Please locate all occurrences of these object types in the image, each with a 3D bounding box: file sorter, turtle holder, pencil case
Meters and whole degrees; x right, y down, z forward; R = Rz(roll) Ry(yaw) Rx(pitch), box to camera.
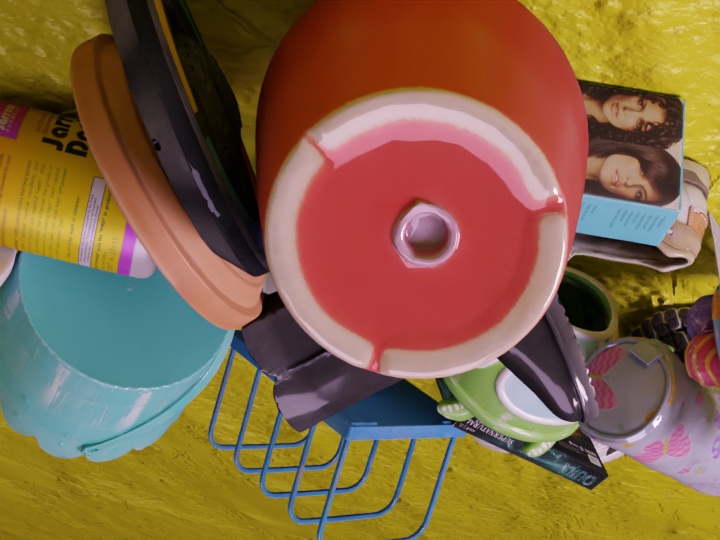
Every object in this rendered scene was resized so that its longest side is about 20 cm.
[{"bbox_3d":[-0.029,0.150,1.082,0.138,0.124,0.200,4,-162,-40],"label":"file sorter"},{"bbox_3d":[0.159,0.072,0.981,0.185,0.141,0.132,36,133,0],"label":"turtle holder"},{"bbox_3d":[0.253,0.119,0.942,0.091,0.083,0.199,-44,136,21],"label":"pencil case"}]

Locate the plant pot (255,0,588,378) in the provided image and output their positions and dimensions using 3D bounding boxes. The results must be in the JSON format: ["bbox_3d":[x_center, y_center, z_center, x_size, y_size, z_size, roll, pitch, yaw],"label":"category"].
[{"bbox_3d":[0.031,-0.046,0.619,0.198,0.178,0.202,1,111,3],"label":"plant pot"}]

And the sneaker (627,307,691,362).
[{"bbox_3d":[0.273,0.084,1.072,0.089,0.079,0.199,2,162,-43],"label":"sneaker"}]

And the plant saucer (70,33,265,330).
[{"bbox_3d":[-0.112,-0.059,0.748,0.032,0.201,0.200,-26,147,9],"label":"plant saucer"}]

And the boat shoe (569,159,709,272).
[{"bbox_3d":[0.138,-0.044,0.820,0.198,0.069,0.075,5,157,12],"label":"boat shoe"}]

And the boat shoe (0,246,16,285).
[{"bbox_3d":[-0.304,-0.008,0.917,0.071,0.200,0.069,11,116,-16],"label":"boat shoe"}]

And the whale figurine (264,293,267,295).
[{"bbox_3d":[-0.040,0.029,1.048,0.158,0.105,0.200,15,180,-22],"label":"whale figurine"}]

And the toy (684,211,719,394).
[{"bbox_3d":[0.265,0.074,0.866,0.047,0.202,0.115,-17,147,24],"label":"toy"}]

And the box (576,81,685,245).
[{"bbox_3d":[0.099,-0.077,0.744,0.198,0.083,0.049,9,156,0],"label":"box"}]

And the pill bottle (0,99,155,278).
[{"bbox_3d":[-0.238,-0.065,0.870,0.198,0.105,0.104,13,156,-10],"label":"pill bottle"}]

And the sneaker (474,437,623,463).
[{"bbox_3d":[0.193,0.157,1.244,0.198,0.076,0.088,-5,153,29],"label":"sneaker"}]

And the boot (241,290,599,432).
[{"bbox_3d":[0.040,0.061,0.793,0.199,0.166,0.066,-24,-175,1],"label":"boot"}]

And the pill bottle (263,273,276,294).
[{"bbox_3d":[0.000,0.000,0.895,0.198,0.105,0.104,14,157,10],"label":"pill bottle"}]

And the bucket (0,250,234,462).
[{"bbox_3d":[-0.208,0.041,0.987,0.206,0.209,0.135,18,147,-20],"label":"bucket"}]

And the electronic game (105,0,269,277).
[{"bbox_3d":[-0.089,-0.092,0.657,0.041,0.201,0.200,-21,152,2],"label":"electronic game"}]

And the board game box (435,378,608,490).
[{"bbox_3d":[0.140,0.118,1.109,0.199,0.136,0.028,29,118,-36],"label":"board game box"}]
